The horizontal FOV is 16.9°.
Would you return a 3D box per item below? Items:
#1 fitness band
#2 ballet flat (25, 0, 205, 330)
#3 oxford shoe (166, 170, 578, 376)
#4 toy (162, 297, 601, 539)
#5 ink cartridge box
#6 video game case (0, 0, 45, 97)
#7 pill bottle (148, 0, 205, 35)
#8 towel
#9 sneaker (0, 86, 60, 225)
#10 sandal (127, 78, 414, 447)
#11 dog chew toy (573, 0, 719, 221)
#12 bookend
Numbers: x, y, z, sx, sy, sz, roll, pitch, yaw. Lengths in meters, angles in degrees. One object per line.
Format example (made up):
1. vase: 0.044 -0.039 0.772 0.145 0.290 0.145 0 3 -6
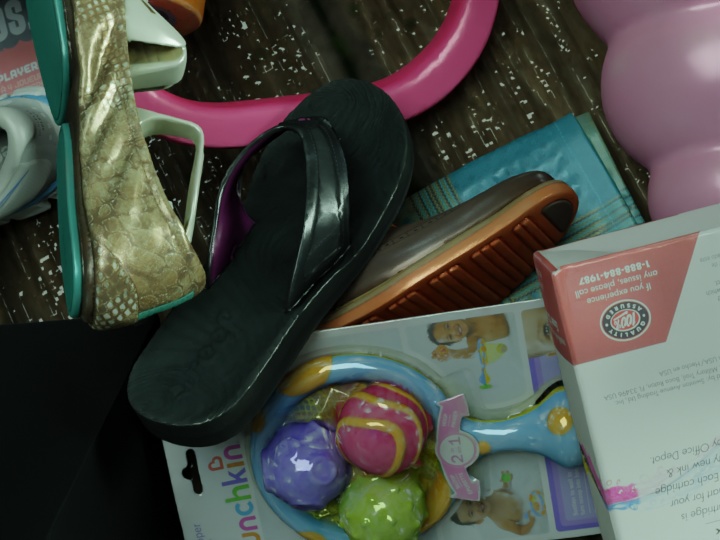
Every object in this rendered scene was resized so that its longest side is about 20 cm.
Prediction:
1. fitness band: -0.034 -0.130 1.097 0.200 0.037 0.144 -7 101 -12
2. ballet flat: -0.102 -0.068 1.023 0.065 0.071 0.200 -4 68 -15
3. oxford shoe: 0.000 0.000 1.066 0.200 0.071 0.073 -29 64 9
4. toy: 0.016 0.080 1.027 0.200 0.047 0.115 -10 111 3
5. ink cartridge box: 0.151 0.078 0.979 0.116 0.067 0.200 -14 97 -1
6. video game case: -0.201 -0.154 1.213 0.143 0.017 0.200 -20 70 9
7. pill bottle: -0.097 -0.215 1.155 0.106 0.106 0.200 4 77 16
8. towel: 0.045 0.031 1.092 0.200 0.022 0.147 -28 68 8
9. sneaker: -0.226 -0.025 1.138 0.200 0.087 0.075 -35 85 9
10. sandal: -0.035 -0.015 1.024 0.075 0.048 0.201 8 52 28
11. dog chew toy: 0.156 -0.093 1.048 0.124 0.125 0.200 -8 81 13
12. bookend: -0.133 0.154 1.053 0.092 0.199 0.200 -4 29 14
